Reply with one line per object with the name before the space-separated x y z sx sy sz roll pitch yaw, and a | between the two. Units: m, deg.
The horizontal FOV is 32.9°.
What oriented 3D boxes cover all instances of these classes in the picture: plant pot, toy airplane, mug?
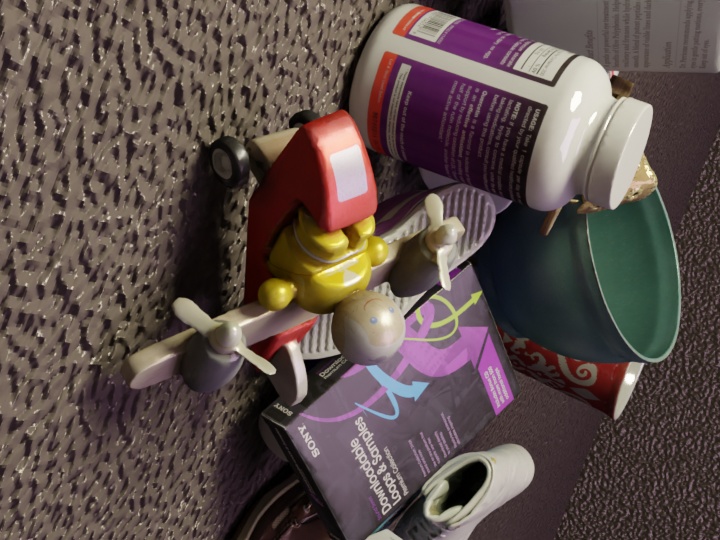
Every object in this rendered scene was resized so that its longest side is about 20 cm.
plant pot | 0.191 -0.006 1.113 0.200 0.134 0.201 22 62 -50
toy airplane | -0.030 0.017 0.753 0.200 0.141 0.199 -50 149 2
mug | 0.230 0.062 1.402 0.178 0.200 0.134 -42 148 -52

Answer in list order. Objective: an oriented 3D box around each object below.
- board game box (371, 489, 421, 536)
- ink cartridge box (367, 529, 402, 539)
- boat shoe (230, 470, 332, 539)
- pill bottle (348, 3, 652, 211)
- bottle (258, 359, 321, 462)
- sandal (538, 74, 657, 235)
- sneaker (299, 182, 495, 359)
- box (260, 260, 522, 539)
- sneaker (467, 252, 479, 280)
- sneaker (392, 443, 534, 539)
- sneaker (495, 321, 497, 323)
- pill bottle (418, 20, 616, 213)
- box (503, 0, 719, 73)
board game box | 0.055 0.184 1.200 0.200 0.047 0.151 -52 167 23
ink cartridge box | -0.033 0.334 1.087 0.200 0.084 0.146 -9 121 -47
boat shoe | -0.042 0.210 1.015 0.202 0.075 0.075 -53 142 -42
pill bottle | 0.100 -0.112 0.872 0.112 0.200 0.113 -52 155 -36
bottle | 0.002 0.085 0.996 0.200 0.084 0.065 -33 167 -39
sandal | 0.208 -0.088 0.979 0.212 0.070 0.078 -57 168 -48
sneaker | 0.000 0.001 0.927 0.200 0.114 0.073 -30 105 -19
box | 0.031 0.102 0.945 0.200 0.036 0.143 -40 126 -20
sneaker | 0.127 -0.014 1.237 0.200 0.076 0.088 -42 147 -51
sneaker | 0.075 0.246 1.226 0.200 0.074 0.116 -47 155 17
sneaker | 0.075 0.055 1.169 0.200 0.106 0.075 -67 166 -75
pill bottle | 0.134 -0.138 1.059 0.200 0.119 0.120 -51 154 -40
box | 0.199 -0.283 0.929 0.199 0.171 0.200 63 32 -65
